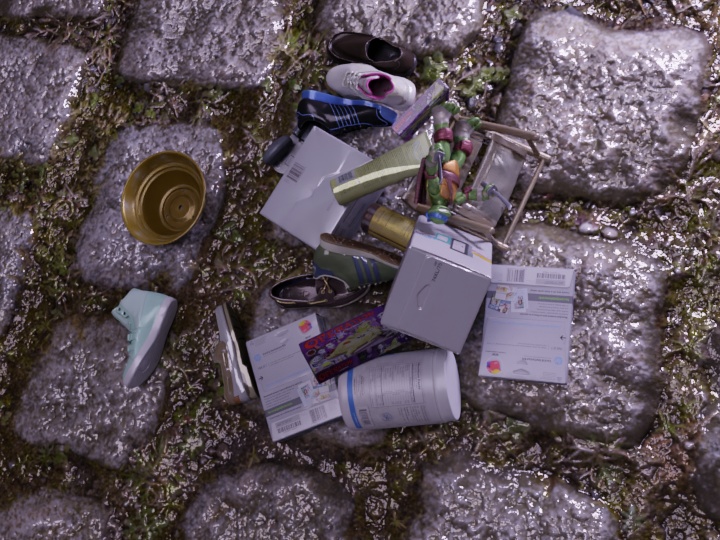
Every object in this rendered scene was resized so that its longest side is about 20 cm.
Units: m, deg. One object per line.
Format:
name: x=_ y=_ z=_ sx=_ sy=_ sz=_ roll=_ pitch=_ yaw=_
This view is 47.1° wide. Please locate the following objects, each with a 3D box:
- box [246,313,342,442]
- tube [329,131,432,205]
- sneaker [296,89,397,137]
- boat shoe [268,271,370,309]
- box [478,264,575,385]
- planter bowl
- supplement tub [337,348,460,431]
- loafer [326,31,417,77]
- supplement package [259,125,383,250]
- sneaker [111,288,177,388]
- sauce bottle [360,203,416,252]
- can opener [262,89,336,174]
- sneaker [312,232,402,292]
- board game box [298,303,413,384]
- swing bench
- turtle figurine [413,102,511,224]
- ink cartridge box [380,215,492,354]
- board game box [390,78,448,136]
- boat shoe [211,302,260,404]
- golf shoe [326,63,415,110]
box: x=-0.120 y=0.205 z=1.574 sx=0.155 sy=0.041 sz=0.202 roll=-23 pitch=73 yaw=11
tube: x=0.043 y=-0.178 z=1.497 sx=0.198 sy=0.052 sz=0.058 roll=-24 pitch=109 yaw=9
sneaker: x=-0.029 y=-0.298 z=1.638 sx=0.198 sy=0.070 sz=0.079 roll=11 pitch=88 yaw=3
boat shoe: x=-0.079 y=0.035 z=1.597 sx=0.198 sy=0.059 sz=0.073 roll=-8 pitch=75 yaw=17
box: x=0.296 y=0.095 z=1.468 sx=0.154 sy=0.041 sz=0.202 roll=3 pitch=78 yaw=19
planter bowl: x=-0.394 y=-0.142 z=1.730 sx=0.198 sy=0.083 sz=0.203 roll=-4 pitch=77 yaw=17
supplement tub: x=0.070 y=0.212 z=1.469 sx=0.198 sy=0.132 sz=0.134 roll=-8 pitch=75 yaw=15
loafer: x=0.018 y=-0.448 z=1.667 sx=0.198 sy=0.071 sz=0.074 roll=16 pitch=83 yaw=21
supplement package: x=-0.067 y=-0.145 z=1.606 sx=0.155 sy=0.111 sz=0.201 roll=32 pitch=89 yaw=21
sneaker: x=-0.465 y=0.135 z=1.694 sx=0.117 sy=0.074 sz=0.202 roll=17 pitch=74 yaw=14
sauce bottle: x=0.097 y=-0.061 z=1.558 sx=0.199 sy=0.065 sz=0.065 roll=29 pitch=88 yaw=20
can opener: x=-0.116 y=-0.282 z=1.682 sx=0.053 sy=0.066 sz=0.201 roll=38 pitch=86 yaw=22
sneaker: x=0.000 y=0.000 z=1.542 sx=0.091 sy=0.198 sz=0.067 roll=-66 pitch=23 yaw=17
board game box: x=-0.005 y=0.126 z=1.498 sx=0.198 sy=0.120 sz=0.033 roll=-25 pitch=113 yaw=-9
swing bench: x=0.210 y=-0.171 z=1.513 sx=0.199 sy=0.130 sz=0.200 roll=25 pitch=87 yaw=27
turtle figurine: x=0.174 y=-0.181 z=1.383 sx=0.142 sy=0.200 sz=0.196 roll=9 pitch=72 yaw=-9
ink cartridge box: x=0.133 y=0.020 z=1.415 sx=0.145 sy=0.200 sz=0.148 roll=21 pitch=110 yaw=2
board game box: x=0.112 y=-0.292 z=1.525 sx=0.032 sy=0.200 sz=0.120 roll=42 pitch=98 yaw=0
boat shoe: x=-0.258 y=0.164 z=1.620 sx=0.068 sy=0.075 sz=0.202 roll=-21 pitch=73 yaw=7
golf shoe: x=0.009 y=-0.369 z=1.615 sx=0.198 sy=0.091 sz=0.076 roll=18 pitch=97 yaw=27
